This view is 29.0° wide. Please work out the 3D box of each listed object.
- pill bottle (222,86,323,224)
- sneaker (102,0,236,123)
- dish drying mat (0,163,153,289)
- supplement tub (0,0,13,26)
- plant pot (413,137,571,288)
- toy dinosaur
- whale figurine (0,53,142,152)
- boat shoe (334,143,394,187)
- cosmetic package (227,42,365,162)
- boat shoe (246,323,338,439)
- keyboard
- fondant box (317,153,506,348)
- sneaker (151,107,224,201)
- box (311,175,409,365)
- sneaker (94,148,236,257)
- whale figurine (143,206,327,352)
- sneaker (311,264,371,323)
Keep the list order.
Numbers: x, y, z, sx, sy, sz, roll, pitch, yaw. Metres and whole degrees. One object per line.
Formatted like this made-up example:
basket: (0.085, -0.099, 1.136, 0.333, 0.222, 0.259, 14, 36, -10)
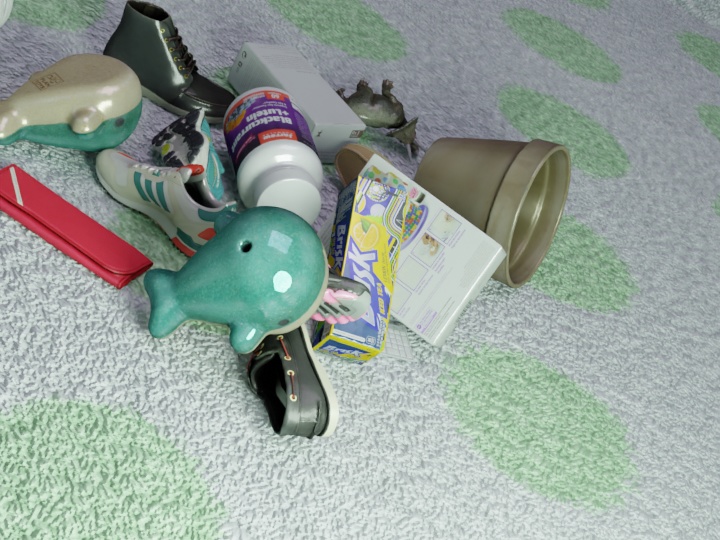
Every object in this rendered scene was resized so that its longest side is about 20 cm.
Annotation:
pill bottle: (-0.108, -0.136, 1.762, 0.110, 0.112, 0.201, 14, 32, -25)
sneaker: (-0.243, -0.277, 1.869, 0.198, 0.107, 0.075, 23, 29, -10)
dish drying mat: (-0.326, -0.051, 1.537, 0.199, 0.018, 0.077, 33, 29, 8)
supplement tub: (-0.513, -0.313, 1.653, 0.144, 0.145, 0.200, 30, 29, 3)
plant pot: (0.169, -0.100, 1.893, 0.172, 0.202, 0.200, 22, 26, 22)
toy dinosaur: (0.013, -0.241, 2.069, 0.198, 0.077, 0.103, 20, 23, -21)
whale figurine: (-0.355, -0.182, 1.659, 0.199, 0.105, 0.159, -24, 41, -28)
boat shoe: (0.021, -0.098, 1.856, 0.064, 0.072, 0.200, -6, 45, -46)
cosmetic package: (-0.093, -0.238, 1.976, 0.101, 0.074, 0.200, -3, 44, -43)
boat shoe: (-0.085, 0.098, 1.456, 0.062, 0.074, 0.202, 3, 34, -26)
keyboard: (-0.028, 0.067, 1.619, 0.198, 0.011, 0.057, 14, 33, -25)
fondant box: (0.056, -0.023, 1.688, 0.199, 0.145, 0.058, 37, 2, 13)
sneaker: (-0.210, -0.141, 1.741, 0.080, 0.077, 0.200, 56, 7, -29)
box: (0.000, 0.000, 1.594, 0.069, 0.064, 0.202, 18, 66, -17)
sneaker: (-0.222, -0.100, 1.626, 0.199, 0.094, 0.070, 39, 31, 17)
whale figurine: (-0.135, 0.005, 1.427, 0.104, 0.198, 0.161, 56, 22, -64)
sneaker: (-0.066, -0.004, 1.534, 0.198, 0.096, 0.079, 13, -25, 33)
